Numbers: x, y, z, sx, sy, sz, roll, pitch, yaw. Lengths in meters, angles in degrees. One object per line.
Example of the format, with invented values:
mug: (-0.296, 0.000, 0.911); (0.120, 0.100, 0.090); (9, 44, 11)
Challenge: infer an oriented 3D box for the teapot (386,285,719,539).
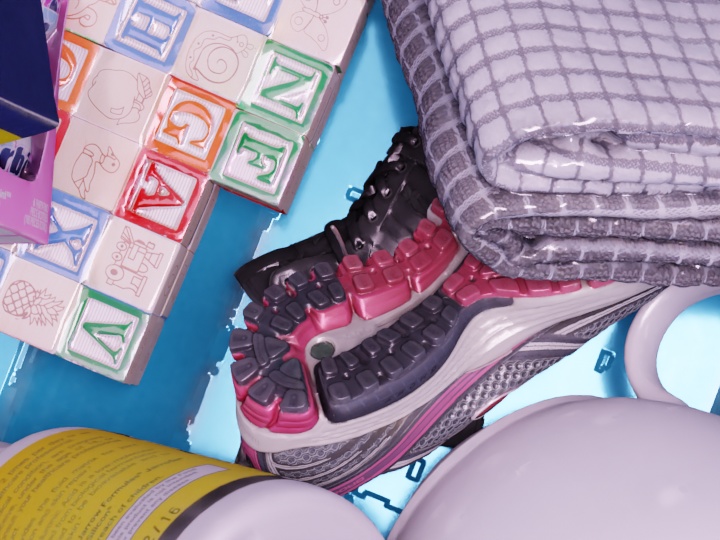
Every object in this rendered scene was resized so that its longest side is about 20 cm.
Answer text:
teapot: (0.080, 0.114, 1.083); (0.199, 0.198, 0.146); (-16, 46, -27)

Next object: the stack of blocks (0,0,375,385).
stack of blocks: (-0.076, -0.059, 1.137); (0.115, 0.059, 0.201); (23, 87, 3)

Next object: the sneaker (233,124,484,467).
sneaker: (0.000, 0.000, 1.133); (0.104, 0.060, 0.201); (4, 90, -4)

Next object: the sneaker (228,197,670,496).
sneaker: (0.039, 0.016, 1.079); (0.199, 0.075, 0.081); (-25, 51, -19)

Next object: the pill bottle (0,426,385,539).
pill bottle: (-0.085, 0.116, 1.054); (0.111, 0.199, 0.112); (-7, 100, -40)

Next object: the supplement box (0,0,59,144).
supplement box: (-0.220, -0.087, 1.013); (0.199, 0.109, 0.109); (-14, 77, 18)

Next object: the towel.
towel: (0.114, -0.072, 1.068); (0.199, 0.086, 0.166); (3, 42, -17)

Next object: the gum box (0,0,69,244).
gum box: (-0.204, -0.070, 1.099); (0.199, 0.066, 0.114); (0, 81, 20)
